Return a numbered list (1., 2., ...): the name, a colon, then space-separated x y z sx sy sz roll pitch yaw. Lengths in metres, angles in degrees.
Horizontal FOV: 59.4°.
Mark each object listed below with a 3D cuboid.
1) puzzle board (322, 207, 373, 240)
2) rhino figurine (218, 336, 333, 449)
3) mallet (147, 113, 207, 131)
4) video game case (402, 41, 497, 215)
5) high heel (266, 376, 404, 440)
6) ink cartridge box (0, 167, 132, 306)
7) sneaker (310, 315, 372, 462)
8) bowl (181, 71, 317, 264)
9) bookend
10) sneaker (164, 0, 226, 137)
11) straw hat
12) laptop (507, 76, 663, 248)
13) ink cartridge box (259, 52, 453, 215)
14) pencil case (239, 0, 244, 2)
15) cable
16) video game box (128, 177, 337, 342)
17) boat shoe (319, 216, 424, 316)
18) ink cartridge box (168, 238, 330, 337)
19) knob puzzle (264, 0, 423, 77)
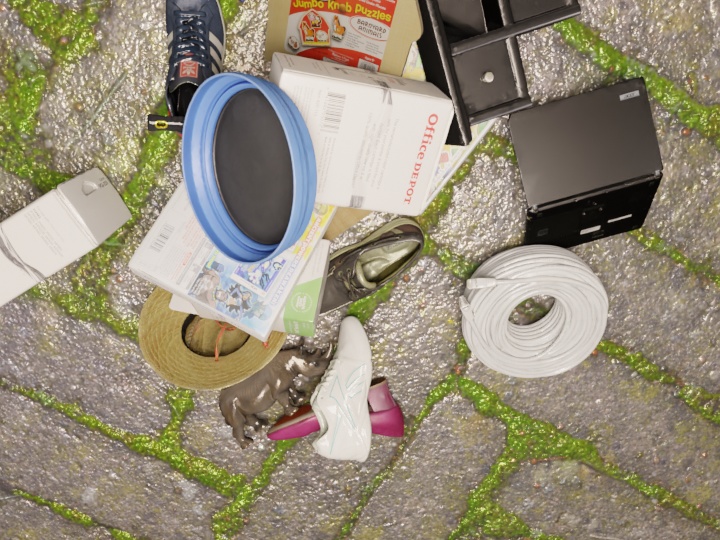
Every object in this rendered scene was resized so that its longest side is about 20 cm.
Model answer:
1. puzzle board: -0.089 -0.125 0.834 0.150 0.017 0.200 -32 106 19
2. rhino figurine: -0.120 0.165 0.915 0.200 0.060 0.088 -38 98 6
3. mallet: -0.147 -0.181 0.750 0.198 0.041 0.066 5 116 -22
4. video game case: 0.070 -0.204 0.823 0.182 0.023 0.200 36 103 -13
5. high heel: -0.035 0.237 0.936 0.199 0.067 0.097 -20 97 0
6. ink cartridge box: -0.406 -0.035 0.791 0.199 0.146 0.085 -31 108 8
7. sneaker: -0.027 0.162 0.877 0.080 0.070 0.202 4 77 -12
8. bowl: -0.122 -0.108 0.679 0.039 0.200 0.202 -17 114 -45
9. bookend: 0.175 -0.275 0.751 0.197 0.092 0.201 -18 104 -4
10. sneaker: -0.202 -0.253 0.762 0.074 0.085 0.202 -2 108 -2
11. straw hat: -0.194 0.088 0.868 0.199 0.202 0.085 2 150 -3
12. laptop: 0.289 -0.125 0.836 0.176 0.104 0.200 -15 150 3
13. ink cartridge box: -0.012 -0.154 0.733 0.198 0.083 0.147 5 120 -19
14. pencil case: -0.105 -0.407 0.716 0.078 0.087 0.200 39 103 -17
15. cable: 0.239 0.060 0.880 0.198 0.069 0.201 -14 121 5
16. video game box: -0.148 -0.043 0.772 0.181 0.047 0.201 27 72 3
17. boat shoe: 0.001 0.000 0.864 0.200 0.066 0.072 -34 107 8
18. ink cartridge box: -0.146 0.007 0.822 0.198 0.067 0.118 9 68 1
19. knob puzzle: -0.017 -0.312 0.734 0.218 0.031 0.221 13 130 15
